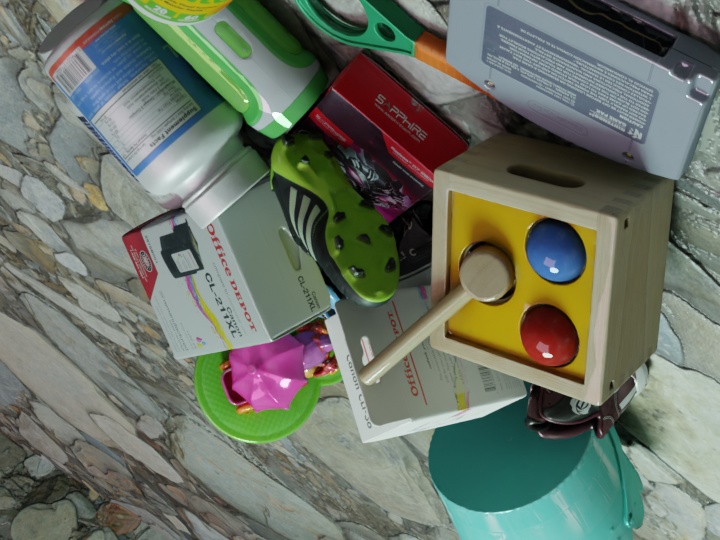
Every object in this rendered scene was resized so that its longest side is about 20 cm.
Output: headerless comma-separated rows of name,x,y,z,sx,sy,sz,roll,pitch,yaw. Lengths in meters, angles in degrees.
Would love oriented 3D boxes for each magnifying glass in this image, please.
magnifying glass,0.029,-0.188,1.094,0.199,0.022,0.080,32,156,16

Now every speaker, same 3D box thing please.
speaker,-0.121,-0.207,1.181,0.200,0.089,0.088,44,155,-16

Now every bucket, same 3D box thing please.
bucket,0.173,0.207,1.403,0.206,0.208,0.135,13,145,42

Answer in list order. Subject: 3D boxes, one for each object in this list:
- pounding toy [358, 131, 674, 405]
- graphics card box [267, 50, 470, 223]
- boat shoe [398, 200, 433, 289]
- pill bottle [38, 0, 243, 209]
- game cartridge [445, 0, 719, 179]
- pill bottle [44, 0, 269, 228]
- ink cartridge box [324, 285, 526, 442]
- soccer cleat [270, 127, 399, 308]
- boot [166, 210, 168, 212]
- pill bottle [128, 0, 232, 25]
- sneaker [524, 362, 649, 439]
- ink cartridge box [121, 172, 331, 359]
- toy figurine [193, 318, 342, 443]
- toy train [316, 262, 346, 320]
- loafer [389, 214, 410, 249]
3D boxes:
pounding toy,0.117,0.009,1.085,0.199,0.142,0.186,17,121,32
graphics card box,0.002,-0.105,1.242,0.125,0.051,0.200,39,158,-8
boat shoe,0.071,-0.035,1.229,0.199,0.070,0.066,-25,106,49
pill bottle,-0.214,-0.165,1.352,0.111,0.111,0.200,1,139,53
game cartridge,0.152,-0.144,0.985,0.199,0.041,0.134,30,152,15
pill bottle,-0.175,-0.139,1.231,0.200,0.112,0.112,50,155,-7
ink cartridge box,0.045,0.079,1.219,0.067,0.199,0.117,-30,72,42
soccer cleat,-0.023,-0.034,1.175,0.201,0.067,0.081,60,149,36
boot,-0.129,-0.040,1.518,0.199,0.072,0.155,33,154,8
pill bottle,-0.108,-0.263,1.026,0.111,0.111,0.200,42,156,-14
sneaker,0.161,0.084,1.288,0.199,0.116,0.076,31,156,11
ink cartridge box,-0.137,-0.001,1.385,0.199,0.082,0.147,-14,101,55
toy figurine,-0.078,0.103,1.527,0.184,0.198,0.151,146,103,-76
toy train,-0.040,-0.002,1.453,0.200,0.087,0.114,49,162,-29
loafer,0.070,0.029,1.363,0.072,0.071,0.201,-15,115,18
